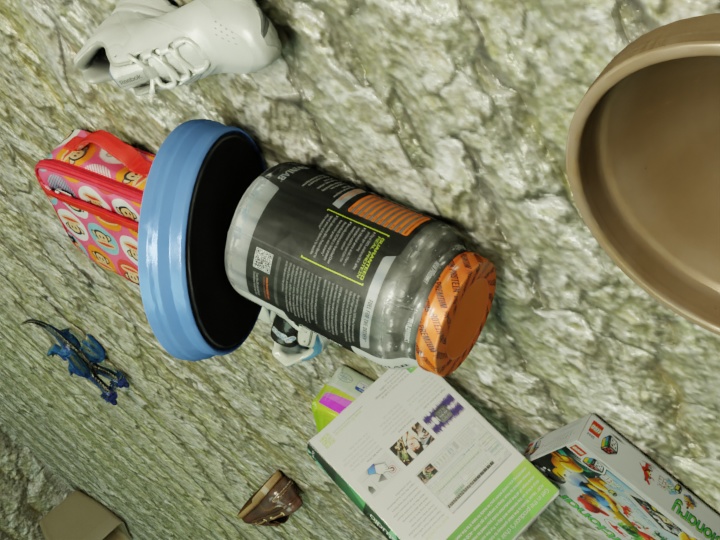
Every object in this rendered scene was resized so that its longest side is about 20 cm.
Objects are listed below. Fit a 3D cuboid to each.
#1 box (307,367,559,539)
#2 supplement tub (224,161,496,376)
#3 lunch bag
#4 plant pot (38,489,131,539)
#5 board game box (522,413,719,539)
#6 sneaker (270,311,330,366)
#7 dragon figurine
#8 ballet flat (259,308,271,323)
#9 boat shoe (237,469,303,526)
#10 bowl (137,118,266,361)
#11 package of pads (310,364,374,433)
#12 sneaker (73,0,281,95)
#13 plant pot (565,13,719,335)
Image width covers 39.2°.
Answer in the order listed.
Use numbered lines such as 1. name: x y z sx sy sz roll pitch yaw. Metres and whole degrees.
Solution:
1. box: 0.067 0.190 0.954 0.200 0.144 0.036 43 158 20
2. supplement tub: 0.000 0.000 0.811 0.199 0.123 0.123 25 150 25
3. lunch bag: -0.239 -0.067 1.053 0.198 0.082 0.177 20 144 29
4. plant pot: -0.785 0.740 2.835 0.177 0.200 0.200 41 155 19
5. board game box: 0.253 0.218 0.931 0.199 0.035 0.126 39 154 0
6. sneaker: -0.055 0.033 0.984 0.071 0.073 0.201 32 151 14
7. dragon figurine: -0.455 0.138 1.642 0.099 0.059 0.201 11 143 42
8. ballet flat: -0.137 -0.016 0.998 0.069 0.070 0.201 20 143 31
9. boat shoe: -0.145 0.380 1.622 0.070 0.070 0.200 42 153 1
10. bowl: -0.122 -0.024 0.849 0.039 0.202 0.202 4 142 16
11. package of pads: 0.025 0.206 1.154 0.153 0.068 0.201 25 149 23
12. sneaker: -0.139 -0.165 0.767 0.199 0.087 0.075 7 138 43
13. plant pot: 0.211 -0.055 0.503 0.199 0.093 0.202 29 151 18
